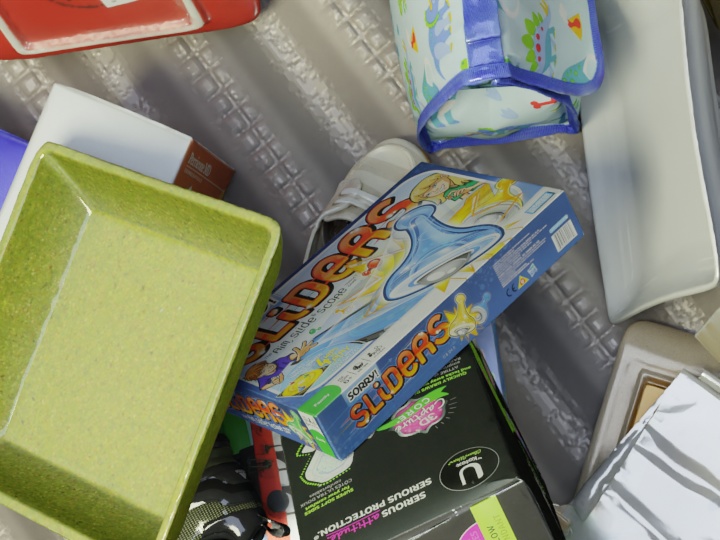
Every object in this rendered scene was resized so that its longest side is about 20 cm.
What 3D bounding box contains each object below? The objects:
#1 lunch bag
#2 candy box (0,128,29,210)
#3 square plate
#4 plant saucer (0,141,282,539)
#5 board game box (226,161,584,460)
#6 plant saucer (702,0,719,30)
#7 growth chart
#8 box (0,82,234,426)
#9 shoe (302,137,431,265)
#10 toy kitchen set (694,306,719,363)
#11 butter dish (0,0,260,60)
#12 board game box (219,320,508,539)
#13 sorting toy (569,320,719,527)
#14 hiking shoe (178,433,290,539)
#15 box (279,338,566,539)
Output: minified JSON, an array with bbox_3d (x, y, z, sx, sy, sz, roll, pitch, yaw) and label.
[{"bbox_3d":[0.074,-0.173,1.186,0.126,0.200,0.172,-8,82,8],"label":"lunch bag"},{"bbox_3d":[-0.302,-0.012,1.289,0.168,0.077,0.201,23,89,12],"label":"candy box"},{"bbox_3d":[0.172,-0.078,1.166,0.028,0.200,0.200,-5,83,-11],"label":"square plate"},{"bbox_3d":[-0.137,0.048,1.116,0.199,0.048,0.201,19,87,38],"label":"plant saucer"},{"bbox_3d":[0.014,0.017,1.130,0.200,0.135,0.035,-42,120,-23],"label":"board game box"},{"bbox_3d":[0.191,-0.231,1.161,0.048,0.200,0.201,-28,70,9],"label":"plant saucer"},{"bbox_3d":[0.203,0.142,1.187,0.200,0.018,0.145,-45,83,4],"label":"growth chart"},{"bbox_3d":[-0.171,0.002,1.243,0.097,0.124,0.201,22,88,10],"label":"box"},{"bbox_3d":[0.000,0.000,1.225,0.069,0.053,0.201,10,65,18],"label":"shoe"},{"bbox_3d":[0.304,0.030,1.084,0.180,0.200,0.163,-43,81,-10],"label":"toy kitchen set"},{"bbox_3d":[-0.175,-0.238,1.250,0.198,0.200,0.149,-6,65,11],"label":"butter dish"},{"bbox_3d":[-0.004,0.106,1.249,0.198,0.037,0.153,-10,82,7],"label":"board game box"},{"bbox_3d":[0.223,0.149,1.209,0.184,0.036,0.201,17,86,10],"label":"sorting toy"},{"bbox_3d":[-0.130,0.196,1.216,0.200,0.076,0.101,-51,61,19],"label":"hiking shoe"},{"bbox_3d":[0.042,0.139,1.098,0.124,0.200,0.149,-25,117,5],"label":"box"}]
